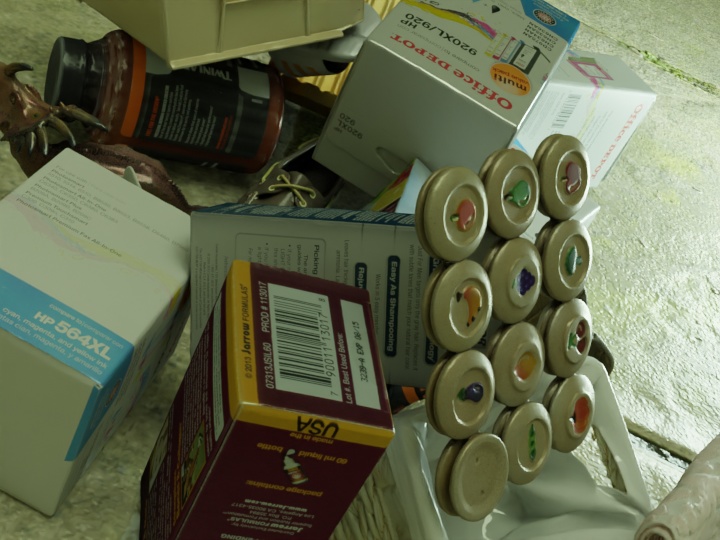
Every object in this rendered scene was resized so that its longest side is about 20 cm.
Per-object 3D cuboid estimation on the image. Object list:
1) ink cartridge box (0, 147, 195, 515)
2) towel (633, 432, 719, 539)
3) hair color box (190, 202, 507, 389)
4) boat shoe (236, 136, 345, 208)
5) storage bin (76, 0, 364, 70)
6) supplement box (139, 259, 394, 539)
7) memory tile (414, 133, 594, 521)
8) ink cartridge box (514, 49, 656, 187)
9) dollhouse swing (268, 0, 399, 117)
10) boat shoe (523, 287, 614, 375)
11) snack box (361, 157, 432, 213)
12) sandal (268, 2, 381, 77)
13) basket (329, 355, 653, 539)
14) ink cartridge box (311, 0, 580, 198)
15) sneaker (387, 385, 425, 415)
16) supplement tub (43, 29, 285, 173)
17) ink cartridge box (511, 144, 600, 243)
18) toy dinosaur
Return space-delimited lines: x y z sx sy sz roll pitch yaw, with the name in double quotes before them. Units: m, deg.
"ink cartridge box" -0.188 0.026 0.664 0.125 0.129 0.200 29 36 0
"towel" 0.208 0.197 0.681 0.032 0.191 0.200 28 31 27
"hair color box" -0.005 0.014 0.643 0.200 0.100 0.061 5 11 16
"boat shoe" -0.063 -0.066 0.928 0.072 0.060 0.200 34 35 5
"storage bin" -0.127 -0.266 0.892 0.198 0.094 0.200 -19 38 -31
"supplement box" -0.063 0.109 0.587 0.085 0.200 0.110 14 37 -19
"memory tile" 0.089 0.030 0.584 0.017 0.201 0.153 10 20 44
"ink cartridge box" 0.226 -0.177 1.194 0.200 0.145 0.085 -1 43 -35
"dollhouse swing" 0.019 -0.235 1.076 0.200 0.176 0.182 23 3 -9
"boat shoe" 0.160 0.043 0.887 0.065 0.073 0.200 40 -12 44
"snack box" 0.000 0.000 0.780 0.053 0.142 0.200 44 20 -7
"sandal" -0.063 -0.221 0.971 0.206 0.059 0.079 18 57 31
"basket" 0.077 0.148 0.675 0.200 0.123 0.136 -11 79 -41
"ink cartridge box" 0.079 -0.160 0.914 0.147 0.145 0.200 31 46 3
"sneaker" 0.024 0.053 0.824 0.112 0.078 0.200 -21 14 -3
"supplement tub" -0.176 -0.153 0.916 0.200 0.107 0.107 8 40 -28
"ink cartridge box" 0.128 -0.048 1.018 0.145 0.084 0.200 39 36 14
"toy dinosaur" -0.197 -0.072 0.775 0.200 0.136 0.086 12 38 -23
